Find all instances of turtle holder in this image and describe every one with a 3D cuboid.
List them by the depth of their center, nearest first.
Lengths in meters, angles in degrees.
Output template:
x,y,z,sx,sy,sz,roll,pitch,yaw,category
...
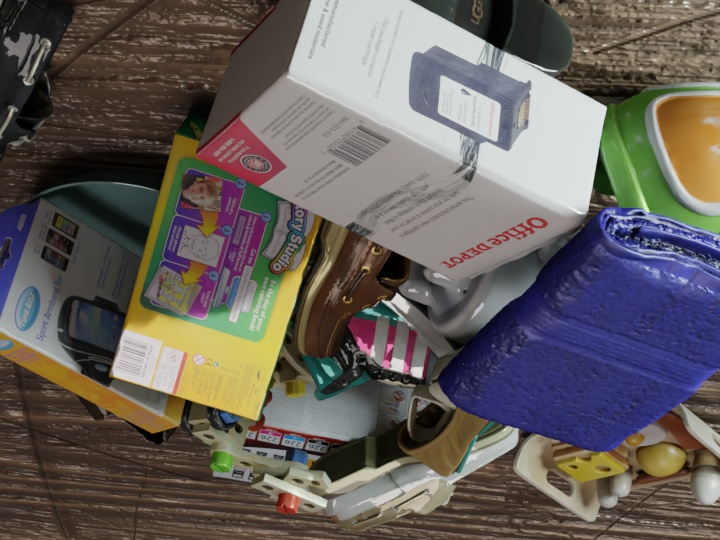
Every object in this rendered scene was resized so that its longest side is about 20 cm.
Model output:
x,y,z,sx,sy,sz,roll,pitch,yaw,category
0.225,-0.044,0.904,0.131,0.141,0.186,-21,132,14,turtle holder

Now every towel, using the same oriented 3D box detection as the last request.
x,y,z,sx,sy,sz,roll,pitch,yaw,category
0.155,0.038,0.860,0.147,0.050,0.200,19,139,-19,towel

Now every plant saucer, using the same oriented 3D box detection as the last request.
x,y,z,sx,sy,sz,roll,pitch,yaw,category
-0.179,-0.025,1.121,0.199,0.036,0.200,7,148,4,plant saucer

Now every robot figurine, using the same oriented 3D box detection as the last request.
x,y,z,sx,sy,sz,roll,pitch,yaw,category
0.130,0.015,1.036,0.200,0.113,0.170,22,159,-19,robot figurine

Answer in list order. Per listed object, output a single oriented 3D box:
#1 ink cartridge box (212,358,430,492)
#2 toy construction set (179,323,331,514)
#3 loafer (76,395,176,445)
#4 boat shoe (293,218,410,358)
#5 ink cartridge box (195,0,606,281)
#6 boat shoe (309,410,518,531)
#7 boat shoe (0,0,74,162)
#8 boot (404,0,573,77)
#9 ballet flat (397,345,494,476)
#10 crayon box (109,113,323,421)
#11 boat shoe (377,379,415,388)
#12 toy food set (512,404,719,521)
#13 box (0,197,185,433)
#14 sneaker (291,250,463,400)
x,y,z,sx,sy,sz,roll,pitch,yaw,category
-0.036,0.165,1.332,0.199,0.084,0.176,11,147,-5,ink cartridge box
-0.081,0.110,1.153,0.092,0.200,0.131,-26,135,26,toy construction set
-0.237,0.105,1.299,0.073,0.072,0.200,-22,136,38,loafer
0.000,-0.001,0.987,0.067,0.072,0.200,23,134,3,boat shoe
0.024,-0.082,0.826,0.200,0.085,0.145,25,156,-20,ink cartridge box
0.054,0.173,1.213,0.200,0.075,0.068,-20,116,21,boat shoe
-0.244,-0.120,0.956,0.060,0.076,0.200,21,146,-8,boat shoe
0.019,-0.140,0.876,0.200,0.069,0.174,31,150,-19,boot
0.071,0.097,1.014,0.063,0.069,0.200,23,145,0,ballet flat
-0.101,0.000,1.014,0.118,0.058,0.200,17,108,-4,crayon box
0.072,0.061,1.173,0.199,0.076,0.074,15,115,3,boat shoe
0.267,0.195,1.326,0.200,0.061,0.143,-21,137,37,toy food set
-0.214,0.033,1.076,0.200,0.119,0.041,33,143,-32,box
0.020,0.071,1.107,0.200,0.084,0.121,43,113,-5,sneaker
